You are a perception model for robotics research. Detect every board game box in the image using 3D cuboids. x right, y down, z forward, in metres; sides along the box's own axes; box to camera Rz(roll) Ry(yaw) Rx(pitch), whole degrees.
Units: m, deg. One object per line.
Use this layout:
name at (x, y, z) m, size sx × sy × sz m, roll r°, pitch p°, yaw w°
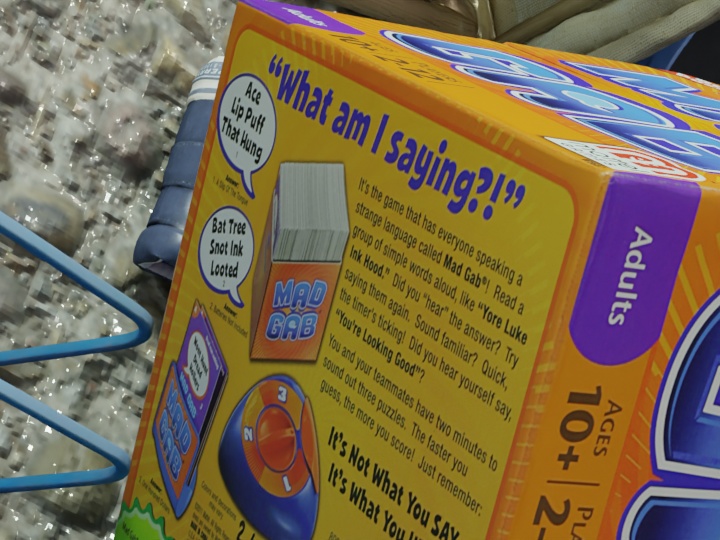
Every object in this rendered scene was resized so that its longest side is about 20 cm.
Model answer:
board game box at (0.068, 0.049, 0.595) m, size 0.199 × 0.200 × 0.200 m, roll 6°, pitch 105°, yaw -31°

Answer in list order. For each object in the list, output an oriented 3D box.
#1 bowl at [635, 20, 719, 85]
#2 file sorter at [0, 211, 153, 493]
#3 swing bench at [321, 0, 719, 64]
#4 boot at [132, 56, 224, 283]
bowl at (0.186, -0.061, 0.922) m, size 0.200 × 0.039 × 0.201 m, roll -17°, pitch 123°, yaw -27°
file sorter at (-0.151, 0.087, 0.584) m, size 0.139 × 0.122 × 0.201 m, roll 39°, pitch 51°, yaw -51°
swing bench at (0.047, -0.169, 0.814) m, size 0.200 × 0.199 × 0.130 m, roll 31°, pitch 57°, yaw -28°
boot at (0.000, 0.000, 0.813) m, size 0.200 × 0.073 × 0.091 m, roll 29°, pitch 72°, yaw -26°
